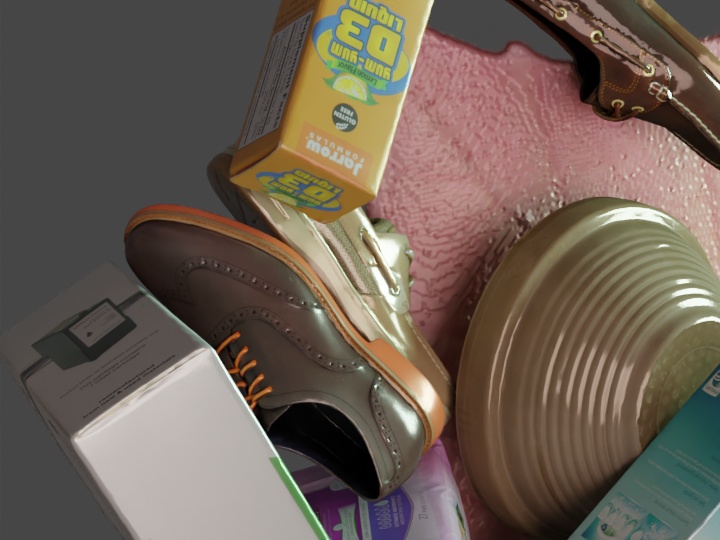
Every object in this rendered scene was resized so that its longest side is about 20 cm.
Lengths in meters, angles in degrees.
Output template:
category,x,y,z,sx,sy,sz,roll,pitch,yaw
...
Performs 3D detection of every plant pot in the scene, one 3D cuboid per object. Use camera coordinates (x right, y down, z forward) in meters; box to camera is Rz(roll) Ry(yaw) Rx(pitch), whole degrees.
category,x,y,z,sx,sy,sz,roll,pitch,yaw
plant pot,0.155,0.064,1.444,0.200,0.092,0.202,-13,109,-41

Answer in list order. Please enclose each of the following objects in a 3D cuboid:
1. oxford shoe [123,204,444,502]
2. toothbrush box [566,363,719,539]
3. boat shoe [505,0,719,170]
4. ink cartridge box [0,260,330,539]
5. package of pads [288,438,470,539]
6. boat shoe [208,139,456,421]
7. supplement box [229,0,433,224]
category,x,y,z,sx,sy,sz,roll,pitch,yaw
oxford shoe,-0.047,0.041,1.347,0.200,0.071,0.073,36,43,0
toothbrush box,0.192,0.174,1.381,0.200,0.085,0.146,-50,119,-5
boat shoe,0.145,-0.121,1.452,0.200,0.070,0.070,44,76,-14
ink cartridge box,-0.101,0.093,1.324,0.084,0.200,0.146,-34,110,-9
package of pads,0.001,0.168,1.344,0.120,0.200,0.076,-16,112,3
boat shoe,0.000,0.000,1.409,0.065,0.071,0.200,-43,113,-16
supplement box,-0.005,-0.130,1.355,0.066,0.069,0.201,24,70,-22
